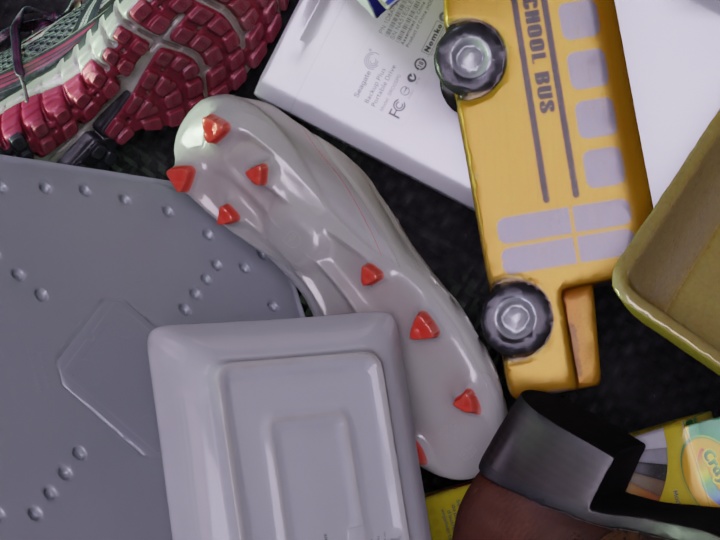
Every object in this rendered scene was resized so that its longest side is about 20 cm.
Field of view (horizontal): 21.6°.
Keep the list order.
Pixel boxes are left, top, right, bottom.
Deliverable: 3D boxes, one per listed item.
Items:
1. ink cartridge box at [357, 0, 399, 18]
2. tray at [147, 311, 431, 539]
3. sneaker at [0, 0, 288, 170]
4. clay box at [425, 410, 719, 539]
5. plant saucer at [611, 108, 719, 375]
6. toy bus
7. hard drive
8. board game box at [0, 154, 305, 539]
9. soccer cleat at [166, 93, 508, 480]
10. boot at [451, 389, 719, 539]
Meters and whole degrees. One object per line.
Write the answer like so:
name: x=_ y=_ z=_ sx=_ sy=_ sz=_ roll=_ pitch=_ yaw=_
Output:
ink cartridge box: x=0.015 y=-0.163 z=0.774 sx=0.094 sy=0.200 sz=0.037 roll=-38 pitch=126 yaw=0
tray: x=-0.015 y=0.114 z=0.704 sx=0.107 sy=0.022 sz=0.202 roll=-3 pitch=77 yaw=-27
sneaker: x=-0.118 y=-0.096 z=0.833 sx=0.200 sy=0.081 sz=0.075 roll=-37 pitch=53 yaw=-5
clay box: x=0.090 y=0.134 z=0.778 sx=0.199 sy=0.048 sz=0.116 roll=-19 pitch=84 yaw=24
plant saucer: x=0.219 y=0.004 z=0.766 sx=0.199 sy=0.049 sz=0.200 roll=35 pitch=59 yaw=5
toy bus: x=0.077 y=-0.050 z=0.785 sx=0.078 sy=0.065 sz=0.202 roll=-10 pitch=85 yaw=4
hard drive: x=0.070 y=-0.091 z=0.834 sx=0.199 sy=0.027 sz=0.133 roll=28 pitch=90 yaw=8
board game box: x=-0.095 y=0.048 z=0.747 sx=0.026 sy=0.199 sz=0.201 roll=-41 pitch=55 yaw=37
soccer cleat: x=0.000 y=0.000 z=0.803 sx=0.200 sy=0.077 sz=0.069 roll=49 pitch=118 yaw=10
boot: x=0.091 y=0.176 z=0.716 sx=0.188 sy=0.068 sz=0.201 roll=29 pitch=104 yaw=21
